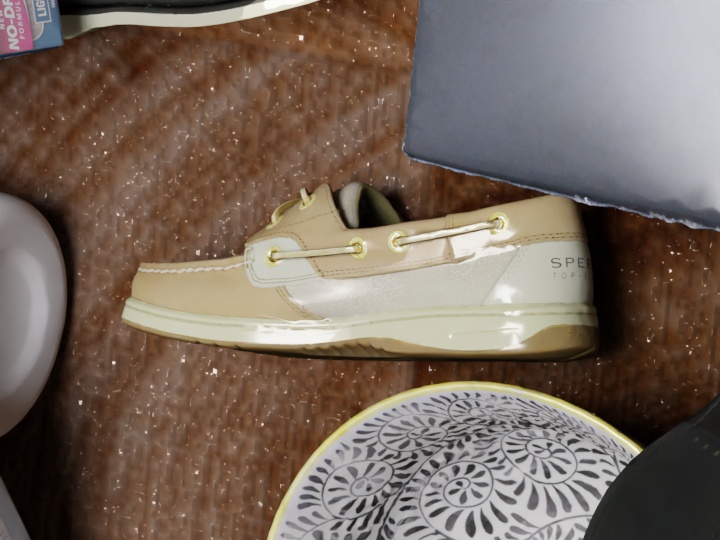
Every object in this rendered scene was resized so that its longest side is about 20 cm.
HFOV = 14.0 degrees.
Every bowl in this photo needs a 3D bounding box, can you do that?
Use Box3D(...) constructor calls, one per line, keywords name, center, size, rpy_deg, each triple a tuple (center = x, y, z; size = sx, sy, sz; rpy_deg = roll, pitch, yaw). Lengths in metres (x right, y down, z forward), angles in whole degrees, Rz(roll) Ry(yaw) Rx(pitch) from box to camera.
Box3D(name="bowl", center=(0.070, 0.132, 1.074), size=(0.200, 0.094, 0.202), rpy_deg=(5, 101, 29))

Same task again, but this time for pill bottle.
Box3D(name="pill bottle", center=(-0.228, 0.004, 1.213), size=(0.199, 0.104, 0.105), rpy_deg=(11, 104, 27))

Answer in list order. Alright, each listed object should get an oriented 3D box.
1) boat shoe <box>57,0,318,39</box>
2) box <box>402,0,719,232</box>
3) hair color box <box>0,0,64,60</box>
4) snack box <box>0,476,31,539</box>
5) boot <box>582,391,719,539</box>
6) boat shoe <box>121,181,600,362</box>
Box3D(name="boat shoe", center=(-0.066, -0.126, 1.118), size=(0.200, 0.074, 0.063), rpy_deg=(-1, 106, 34))
Box3D(name="box", center=(0.120, -0.131, 0.942), size=(0.123, 0.196, 0.201), rpy_deg=(13, 104, 27))
Box3D(name="hair color box", center=(-0.196, -0.123, 1.156), size=(0.200, 0.060, 0.101), rpy_deg=(-2, 98, 55))
Box3D(name="snack box", center=(-0.213, 0.110, 1.185), size=(0.168, 0.068, 0.200), rpy_deg=(15, 146, 26))
Box3D(name="boot", center=(0.179, 0.084, 0.962), size=(0.201, 0.174, 0.069), rpy_deg=(-58, 30, 11))
Box3D(name="boat shoe", center=(0.000, 0.000, 1.111), size=(0.199, 0.074, 0.067), rpy_deg=(1, 86, 27))
